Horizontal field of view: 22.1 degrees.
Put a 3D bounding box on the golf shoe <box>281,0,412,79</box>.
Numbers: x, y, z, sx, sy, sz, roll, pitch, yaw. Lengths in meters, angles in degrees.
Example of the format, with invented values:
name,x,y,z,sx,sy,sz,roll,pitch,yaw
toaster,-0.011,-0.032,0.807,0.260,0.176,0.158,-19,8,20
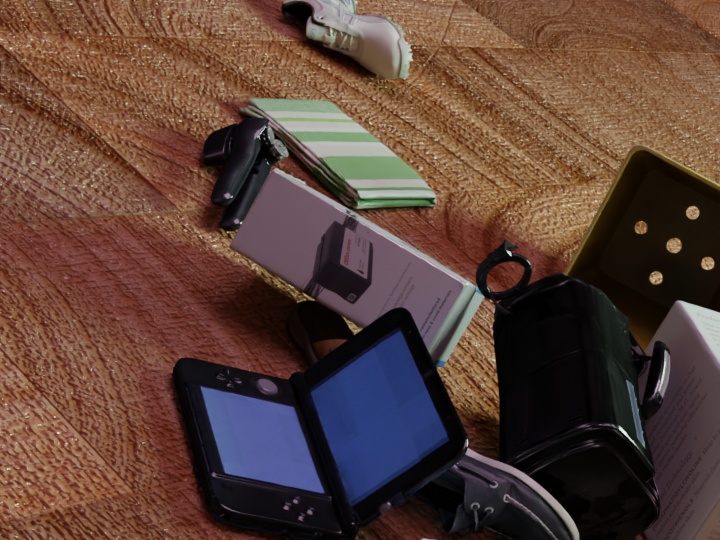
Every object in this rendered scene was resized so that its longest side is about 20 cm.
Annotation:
name,x,y,z,sx,sy,sz,roll,pitch,yaw
golf shoe,-0.020,-0.291,2.301,0.097,0.078,0.200,-18,42,-35

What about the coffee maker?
name,x,y,z,sx,sy,sz,roll,pitch,yaw
coffee maker,0.166,0.111,1.559,0.192,0.135,0.200,29,31,-18

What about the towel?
name,x,y,z,sx,sy,sz,roll,pitch,yaw
towel,-0.021,-0.129,2.020,0.200,0.023,0.152,41,28,31

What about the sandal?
name,x,y,z,sx,sy,sz,roll,pitch,yaw
sandal,-0.002,0.077,1.593,0.082,0.055,0.200,13,27,-31

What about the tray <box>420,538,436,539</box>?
name,x,y,z,sx,sy,sz,roll,pitch,yaw
tray,0.097,0.221,1.345,0.107,0.022,0.200,17,-7,8

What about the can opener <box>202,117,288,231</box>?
name,x,y,z,sx,sy,sz,roll,pitch,yaw
can opener,-0.117,-0.093,1.827,0.063,0.078,0.200,60,16,-25

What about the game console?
name,x,y,z,sx,sy,sz,roll,pitch,yaw
game console,-0.036,0.106,1.430,0.170,0.119,0.200,15,27,-25

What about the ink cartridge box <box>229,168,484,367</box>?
name,x,y,z,sx,sy,sz,roll,pitch,yaw
ink cartridge box,0.000,0.000,1.633,0.200,0.084,0.145,31,2,11

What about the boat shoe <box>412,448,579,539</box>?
name,x,y,z,sx,sy,sz,roll,pitch,yaw
boat shoe,0.079,0.178,1.469,0.199,0.075,0.066,37,54,3

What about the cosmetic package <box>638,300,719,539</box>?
name,x,y,z,sx,sy,sz,roll,pitch,yaw
cosmetic package,0.342,0.162,1.634,0.167,0.167,0.200,16,28,-23

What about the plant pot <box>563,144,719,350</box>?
name,x,y,z,sx,sy,sz,roll,pitch,yaw
plant pot,0.334,-0.012,1.958,0.200,0.200,0.176,28,13,4
